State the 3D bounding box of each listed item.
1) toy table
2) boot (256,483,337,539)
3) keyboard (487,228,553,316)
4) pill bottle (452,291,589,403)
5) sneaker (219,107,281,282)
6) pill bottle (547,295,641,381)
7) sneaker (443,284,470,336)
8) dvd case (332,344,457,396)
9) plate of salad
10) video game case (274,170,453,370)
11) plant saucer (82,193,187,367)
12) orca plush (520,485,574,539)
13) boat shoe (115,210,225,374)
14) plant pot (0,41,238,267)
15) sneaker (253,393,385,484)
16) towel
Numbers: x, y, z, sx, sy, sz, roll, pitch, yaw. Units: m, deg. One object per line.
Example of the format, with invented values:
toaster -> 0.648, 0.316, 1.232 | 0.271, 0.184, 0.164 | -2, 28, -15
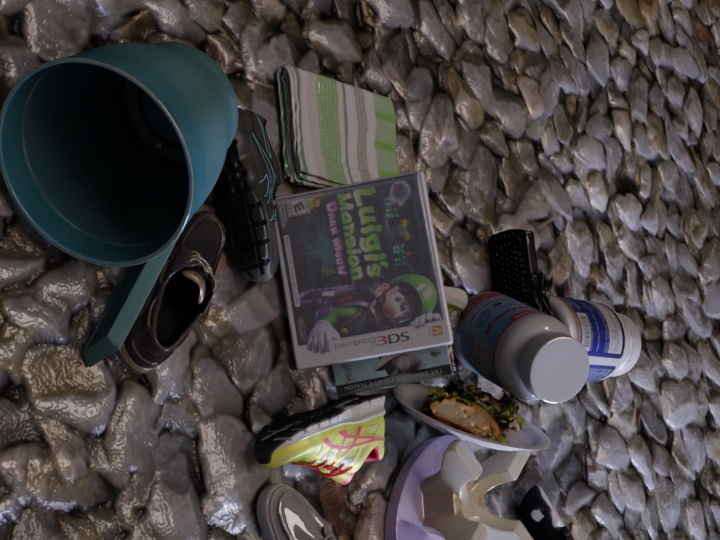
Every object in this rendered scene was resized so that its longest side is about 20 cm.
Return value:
toy table -> 0.123, 0.277, 1.482 | 0.184, 0.117, 0.201 | 46, 50, -28
boot -> -0.024, 0.306, 1.325 | 0.200, 0.095, 0.074 | 56, 44, -20
keyboard -> 0.214, 0.039, 1.664 | 0.040, 0.104, 0.201 | 6, 73, -47
pill bottle -> 0.200, 0.098, 1.544 | 0.108, 0.200, 0.109 | -5, 103, -21
sneaker -> -0.115, -0.088, 1.364 | 0.079, 0.075, 0.201 | -7, 84, -51
pill bottle -> 0.305, 0.099, 1.737 | 0.199, 0.115, 0.116 | 9, 72, -46
sneaker -> 0.063, 0.059, 1.522 | 0.199, 0.077, 0.089 | 8, 81, -44
dvd case -> 0.024, 0.035, 1.432 | 0.022, 0.145, 0.201 | 6, 73, -72
plate of salad -> 0.136, 0.166, 1.479 | 0.200, 0.200, 0.048 | 8, 102, -46
video game case -> 0.000, 0.000, 1.401 | 0.023, 0.181, 0.201 | 48, 32, -81
plant saucer -> -0.219, 0.004, 1.227 | 0.019, 0.070, 0.201 | 36, 53, -20
orca plush -> 0.259, 0.389, 1.657 | 0.200, 0.071, 0.105 | 59, -1, -22
boat shoe -> -0.178, 0.019, 1.261 | 0.074, 0.073, 0.201 | 44, 50, -30
plant pot -> -0.215, -0.133, 1.194 | 0.201, 0.199, 0.188 | 61, 27, -14
sneaker -> -0.034, 0.197, 1.365 | 0.199, 0.078, 0.091 | -11, 93, -47
towel -> -0.020, -0.168, 1.527 | 0.199, 0.031, 0.150 | 8, 73, -47
